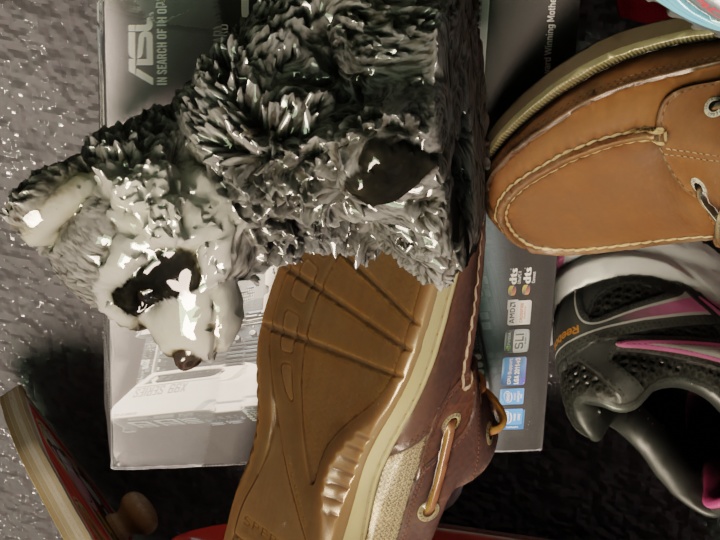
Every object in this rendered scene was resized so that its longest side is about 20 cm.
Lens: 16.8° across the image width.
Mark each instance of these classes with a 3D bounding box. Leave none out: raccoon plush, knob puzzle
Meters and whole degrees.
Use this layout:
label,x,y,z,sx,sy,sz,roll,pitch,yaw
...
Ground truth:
label,x,y,z,sx,sy,sz,roll,pitch,yaw
raccoon plush,-0.031,-0.067,0.746,0.134,0.201,0.097,-1,150,13
knob puzzle,-0.089,0.128,1.033,0.030,0.220,0.220,-34,121,-3

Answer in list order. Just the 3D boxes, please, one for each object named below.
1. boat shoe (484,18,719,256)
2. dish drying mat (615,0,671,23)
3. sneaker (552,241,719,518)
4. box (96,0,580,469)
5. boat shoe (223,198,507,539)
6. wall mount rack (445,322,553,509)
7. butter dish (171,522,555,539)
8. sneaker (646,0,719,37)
label,x,y,z,sx,sy,sz,roll,pitch,yaw
boat shoe,0.123,-0.038,0.751,0.200,0.068,0.072,-20,140,29
dish drying mat,0.181,-0.081,0.788,0.199,0.018,0.077,10,164,10
sneaker,0.147,0.059,0.892,0.200,0.087,0.080,21,140,-17
box,-0.011,-0.030,0.838,0.157,0.050,0.201,-2,119,-9
boat shoe,0.010,0.048,0.827,0.072,0.072,0.201,32,116,42
wall mount rack,0.000,0.000,0.923,0.173,0.075,0.200,-18,124,37
butter dish,0.033,0.176,0.973,0.199,0.148,0.200,8,176,15
sneaker,0.092,-0.157,0.661,0.200,0.079,0.095,69,161,-6
